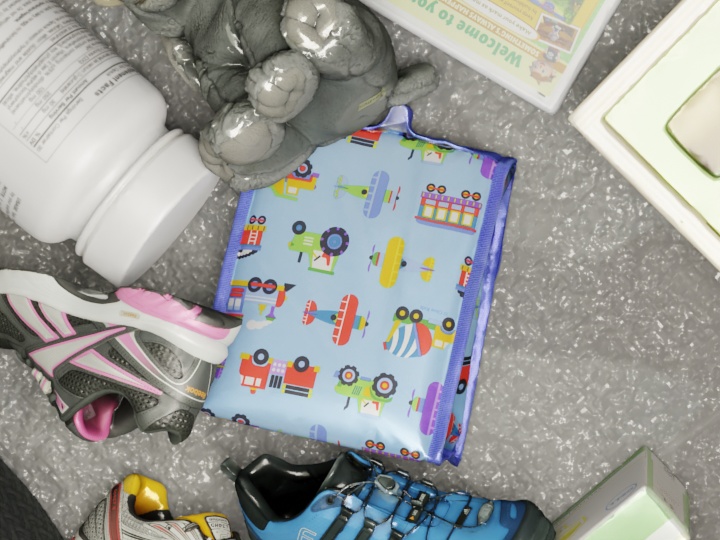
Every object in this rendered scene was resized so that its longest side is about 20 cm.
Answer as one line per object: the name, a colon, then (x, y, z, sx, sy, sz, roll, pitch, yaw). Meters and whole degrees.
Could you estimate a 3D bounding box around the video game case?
video game case: (0.072, -0.218, 1.380, 0.199, 0.022, 0.183, 31, 99, 5)

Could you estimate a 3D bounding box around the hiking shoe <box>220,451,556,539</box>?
hiking shoe: (0.012, 0.145, 1.355, 0.199, 0.075, 0.087, -6, 127, 32)

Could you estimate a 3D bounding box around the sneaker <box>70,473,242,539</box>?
sneaker: (-0.095, 0.184, 1.385, 0.200, 0.078, 0.082, 32, 93, 36)

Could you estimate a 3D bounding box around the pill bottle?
pill bottle: (-0.184, -0.088, 1.387, 0.200, 0.113, 0.113, 40, 100, 4)

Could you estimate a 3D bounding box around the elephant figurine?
elephant figurine: (-0.079, -0.157, 1.349, 0.141, 0.155, 0.200, -40, 67, -4)

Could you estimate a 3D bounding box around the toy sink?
toy sink: (0.231, -0.061, 1.322, 0.130, 0.112, 0.200, -45, 87, 11)

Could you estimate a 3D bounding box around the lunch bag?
lunch bag: (0.000, 0.000, 1.386, 0.150, 0.094, 0.201, 12, 88, 11)

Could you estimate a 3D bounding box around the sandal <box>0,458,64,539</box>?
sandal: (-0.236, 0.149, 1.448, 0.048, 0.075, 0.201, -41, 80, 35)

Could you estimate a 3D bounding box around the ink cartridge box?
ink cartridge box: (0.116, 0.179, 1.318, 0.145, 0.200, 0.048, -41, 91, 11)

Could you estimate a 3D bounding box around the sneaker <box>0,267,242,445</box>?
sneaker: (-0.160, 0.052, 1.368, 0.199, 0.080, 0.087, 5, 77, 48)
